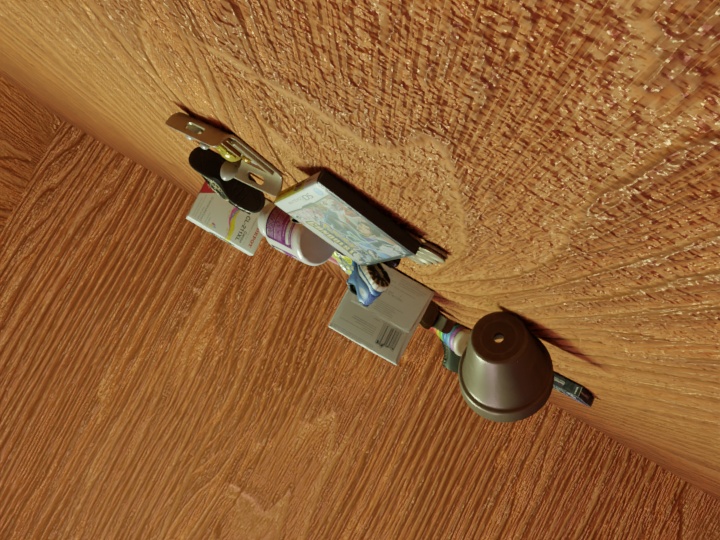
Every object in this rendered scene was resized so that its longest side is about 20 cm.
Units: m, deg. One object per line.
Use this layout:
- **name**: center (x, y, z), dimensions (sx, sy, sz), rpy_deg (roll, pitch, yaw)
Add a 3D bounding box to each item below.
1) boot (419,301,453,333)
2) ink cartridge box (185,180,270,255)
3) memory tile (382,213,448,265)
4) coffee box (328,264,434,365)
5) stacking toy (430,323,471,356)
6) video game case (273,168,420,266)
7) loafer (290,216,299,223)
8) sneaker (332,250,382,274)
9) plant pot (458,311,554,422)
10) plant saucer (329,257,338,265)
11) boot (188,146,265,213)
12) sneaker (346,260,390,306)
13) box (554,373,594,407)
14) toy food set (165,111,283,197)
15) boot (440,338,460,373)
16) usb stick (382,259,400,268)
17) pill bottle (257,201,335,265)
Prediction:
- **boot**: center (0.169, 0.108, 2.133), dimensions (0.198, 0.078, 0.154), rpy_deg (24, -175, -46)
- **ink cartridge box**: center (-0.332, -0.152, 1.914), dimensions (0.197, 0.149, 0.083), rpy_deg (30, 173, -15)
- **memory tile**: center (0.068, -0.053, 1.257), dimensions (0.151, 0.017, 0.200), rpy_deg (31, 175, -6)
- **coffee box**: center (0.049, 0.100, 1.877), dimensions (0.196, 0.204, 0.198), rpy_deg (29, 176, 0)
- **stacking toy**: center (0.272, 0.186, 2.297), dimensions (0.085, 0.087, 0.199), rpy_deg (32, -178, -36)
- **video game case**: center (-0.026, -0.077, 1.184), dimensions (0.198, 0.026, 0.179), rpy_deg (36, 159, -21)
- **loafer**: center (-0.064, -0.097, 1.310), dimensions (0.071, 0.064, 0.199), rpy_deg (31, 176, -33)
- **sneaker**: center (-0.021, -0.033, 1.680), dimensions (0.198, 0.077, 0.076), rpy_deg (31, 176, -32)
- **plant pot**: center (0.281, 0.173, 1.466), dimensions (0.197, 0.202, 0.176), rpy_deg (26, 157, 32)
- **plant saucer**: center (-0.107, -0.075, 1.925), dimensions (0.197, 0.052, 0.201), rpy_deg (30, 176, 2)
- **boot**: center (-0.290, -0.192, 1.664), dimensions (0.197, 0.074, 0.151), rpy_deg (34, 175, 2)
- **sneaker**: center (0.000, 0.000, 1.541), dimensions (0.077, 0.090, 0.202), rpy_deg (27, -155, -24)
- **box**: center (0.553, 0.314, 2.084), dimensions (0.198, 0.037, 0.142), rpy_deg (29, 176, 37)
- **toy food set**: center (-0.242, -0.202, 1.323), dimensions (0.142, 0.061, 0.199), rpy_deg (27, 175, 34)
- **boot**: center (0.280, 0.249, 2.454), dimensions (0.197, 0.141, 0.077), rpy_deg (29, 176, 11)
- **usb stick**: center (-0.004, -0.064, 1.485), dimensions (0.197, 0.033, 0.055), rpy_deg (32, 176, -15)
- **pill bottle**: center (-0.143, -0.089, 1.606), dimensions (0.111, 0.114, 0.198), rpy_deg (32, 175, -40)
